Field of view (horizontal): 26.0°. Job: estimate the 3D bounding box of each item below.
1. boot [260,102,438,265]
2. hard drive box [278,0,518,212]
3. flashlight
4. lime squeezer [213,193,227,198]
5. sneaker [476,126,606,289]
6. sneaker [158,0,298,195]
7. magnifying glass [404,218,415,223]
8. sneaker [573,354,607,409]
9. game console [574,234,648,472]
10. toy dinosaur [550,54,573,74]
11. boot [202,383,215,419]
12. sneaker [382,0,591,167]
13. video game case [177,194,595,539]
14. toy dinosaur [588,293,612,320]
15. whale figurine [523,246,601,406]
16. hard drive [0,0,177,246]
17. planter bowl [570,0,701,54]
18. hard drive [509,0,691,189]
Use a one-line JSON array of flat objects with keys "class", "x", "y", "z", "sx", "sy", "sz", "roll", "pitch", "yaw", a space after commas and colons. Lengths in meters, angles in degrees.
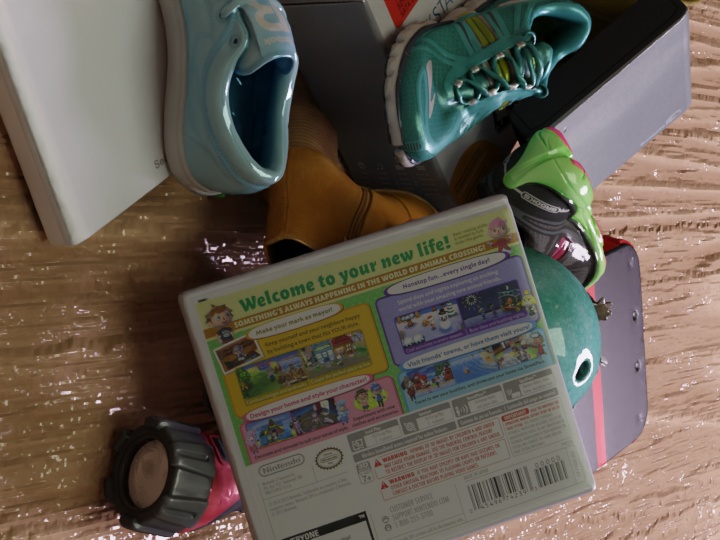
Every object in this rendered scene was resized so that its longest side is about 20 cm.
[{"class": "boot", "x": 0.000, "y": -0.001, "z": 0.995, "sx": 0.201, "sy": 0.071, "sz": 0.144, "roll": 45, "pitch": 32, "yaw": -36}, {"class": "hard drive box", "x": 0.039, "y": -0.150, "z": 1.065, "sx": 0.156, "sy": 0.077, "sz": 0.200, "roll": -59, "pitch": 138, "yaw": -33}, {"class": "flashlight", "x": -0.059, "y": 0.139, "z": 0.947, "sx": 0.200, "sy": 0.068, "sz": 0.068, "roll": 23, "pitch": 74, "yaw": -45}, {"class": "lime squeezer", "x": -0.080, "y": -0.148, "z": 0.941, "sx": 0.071, "sy": 0.038, "sz": 0.200, "roll": 78, "pitch": 23, "yaw": -79}, {"class": "sneaker", "x": 0.119, "y": -0.034, "z": 1.082, "sx": 0.077, "sy": 0.084, "sz": 0.200, "roll": 65, "pitch": 3, "yaw": 28}, {"class": "sneaker", "x": -0.064, "y": -0.140, "z": 0.862, "sx": 0.074, "sy": 0.082, "sz": 0.200, "roll": -15, "pitch": 106, "yaw": -44}, {"class": "magnifying glass", "x": 0.066, "y": 0.023, "z": 1.046, "sx": 0.200, "sy": 0.022, "sz": 0.080, "roll": 53, "pitch": 47, "yaw": -56}, {"class": "sneaker", "x": 0.105, "y": 0.119, "z": 1.144, "sx": 0.075, "sy": 0.082, "sz": 0.200, "roll": 18, "pitch": 108, "yaw": -39}, {"class": "game console", "x": 0.197, "y": 0.081, "z": 1.370, "sx": 0.177, "sy": 0.031, "sz": 0.200, "roll": -24, "pitch": 113, "yaw": -46}, {"class": "toy dinosaur", "x": 0.191, "y": -0.174, "z": 1.267, "sx": 0.200, "sy": 0.077, "sz": 0.102, "roll": -53, "pitch": 149, "yaw": -32}, {"class": "boot", "x": -0.011, "y": 0.066, "z": 1.042, "sx": 0.200, "sy": 0.073, "sz": 0.182, "roll": 47, "pitch": 54, "yaw": -39}, {"class": "sneaker", "x": 0.079, "y": -0.131, "z": 0.987, "sx": 0.200, "sy": 0.080, "sz": 0.078, "roll": -44, "pitch": 129, "yaw": -43}, {"class": "video game case", "x": 0.017, "y": 0.071, "z": 0.895, "sx": 0.200, "sy": 0.022, "sz": 0.182, "roll": -17, "pitch": 91, "yaw": -10}, {"class": "toy dinosaur", "x": 0.143, "y": 0.030, "z": 1.231, "sx": 0.077, "sy": 0.102, "sz": 0.200, "roll": -10, "pitch": 126, "yaw": -11}, {"class": "whale figurine", "x": 0.082, "y": 0.082, "z": 0.971, "sx": 0.159, "sy": 0.104, "sz": 0.200, "roll": 39, "pitch": 71, "yaw": -54}, {"class": "hard drive", "x": -0.150, "y": -0.132, "z": 0.839, "sx": 0.132, "sy": 0.027, "sz": 0.200, "roll": -44, "pitch": 129, "yaw": -44}, {"class": "planter bowl", "x": 0.147, "y": -0.219, "z": 1.162, "sx": 0.200, "sy": 0.200, "sz": 0.083, "roll": -11, "pitch": 136, "yaw": -54}, {"class": "hard drive", "x": 0.180, "y": -0.118, "z": 1.139, "sx": 0.140, "sy": 0.033, "sz": 0.200, "roll": -41, "pitch": 163, "yaw": 2}]
